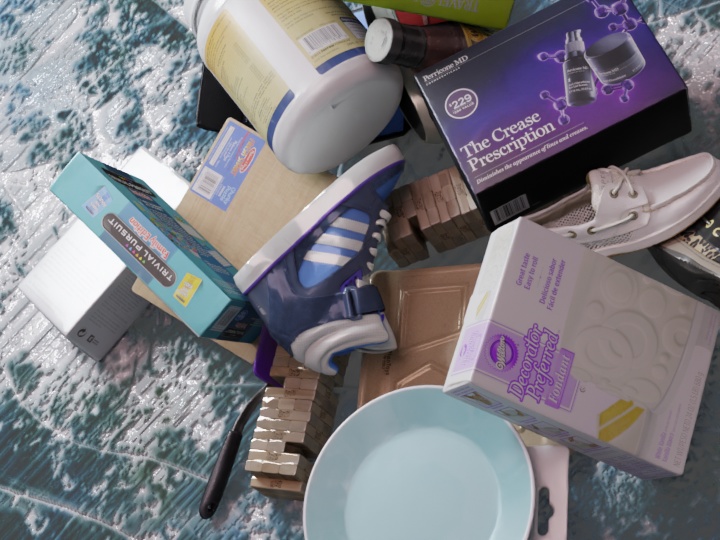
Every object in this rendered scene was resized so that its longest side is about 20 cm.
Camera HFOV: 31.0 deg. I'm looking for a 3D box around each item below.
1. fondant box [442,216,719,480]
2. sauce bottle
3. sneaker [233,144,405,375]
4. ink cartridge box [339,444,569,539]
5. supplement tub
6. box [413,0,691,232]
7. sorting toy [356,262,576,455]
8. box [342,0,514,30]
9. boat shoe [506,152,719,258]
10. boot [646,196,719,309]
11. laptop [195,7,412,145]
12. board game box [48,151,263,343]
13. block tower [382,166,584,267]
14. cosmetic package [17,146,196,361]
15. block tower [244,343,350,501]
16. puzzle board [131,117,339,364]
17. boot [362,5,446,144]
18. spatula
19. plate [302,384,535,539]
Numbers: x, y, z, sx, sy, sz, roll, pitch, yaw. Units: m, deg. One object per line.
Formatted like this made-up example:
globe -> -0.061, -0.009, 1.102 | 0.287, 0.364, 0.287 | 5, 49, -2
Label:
fondant box -> 0.182, 0.066, 1.050 | 0.199, 0.058, 0.145 | 24, 71, -13
sauce bottle -> 0.093, -0.198, 1.211 | 0.066, 0.199, 0.067 | -3, 86, 50
sneaker -> 0.000, 0.000, 1.169 | 0.200, 0.081, 0.147 | -41, 89, -12
ink cartridge box -> 0.083, 0.211, 1.085 | 0.199, 0.068, 0.117 | -5, 63, 22
supplement tub -> -0.068, -0.209, 1.249 | 0.144, 0.144, 0.200 | -38, 68, 2
box -> 0.168, -0.148, 1.141 | 0.199, 0.079, 0.142 | -27, 59, 4
sorting toy -> 0.099, 0.081, 1.167 | 0.199, 0.037, 0.186 | -3, 64, 18
box -> 0.031, -0.273, 1.192 | 0.122, 0.199, 0.048 | -125, 46, -57
boat shoe -> 0.215, -0.055, 1.110 | 0.199, 0.069, 0.071 | -27, 26, 14
boot -> 0.343, -0.029, 1.068 | 0.150, 0.073, 0.200 | -43, 31, -4
laptop -> -0.054, -0.219, 1.339 | 0.103, 0.199, 0.178 | 137, 142, -56
board game box -> -0.179, -0.017, 1.211 | 0.200, 0.151, 0.047 | 43, 94, 13
block tower -> 0.114, -0.069, 1.212 | 0.199, 0.054, 0.058 | -22, 59, 13
cosmetic package -> -0.249, -0.018, 1.348 | 0.200, 0.074, 0.102 | -48, 57, -6
block tower -> -0.051, 0.109, 1.206 | 0.057, 0.054, 0.201 | 2, 67, 24
puzzle board -> -0.116, -0.030, 1.285 | 0.150, 0.017, 0.201 | 30, 90, 14
boot -> 0.094, -0.224, 1.294 | 0.143, 0.073, 0.201 | -14, 61, -6
spatula -> -0.107, 0.140, 1.224 | 0.020, 0.056, 0.201 | 18, 80, 44
plate -> 0.048, 0.191, 1.054 | 0.199, 0.026, 0.201 | -10, 61, 18
